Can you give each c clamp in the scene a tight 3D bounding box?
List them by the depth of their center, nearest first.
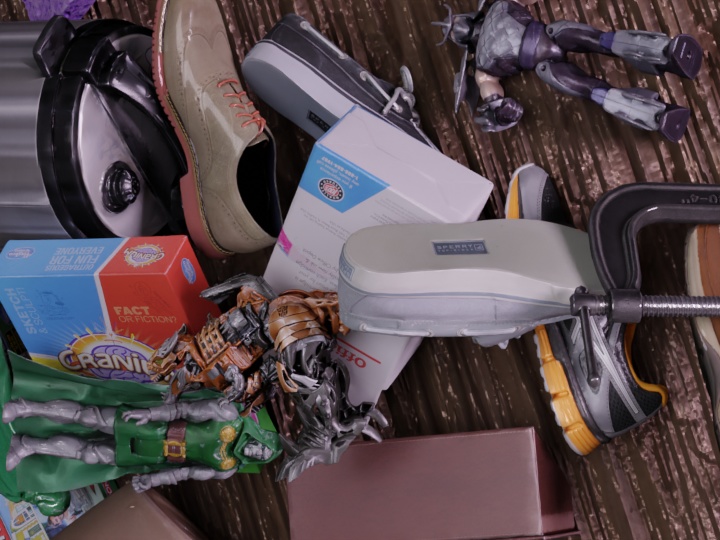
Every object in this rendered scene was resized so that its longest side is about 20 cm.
[{"bbox_3d":[0.225,0.007,1.388,0.198,0.027,0.172,-3,47,-7],"label":"c clamp"}]

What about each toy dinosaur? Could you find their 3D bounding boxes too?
[{"bbox_3d":[-0.043,0.062,1.470,0.199,0.102,0.137,-15,98,33],"label":"toy dinosaur"}]

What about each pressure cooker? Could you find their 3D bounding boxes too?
[{"bbox_3d":[-0.212,-0.096,1.594,0.198,0.175,0.180,2,93,29],"label":"pressure cooker"}]

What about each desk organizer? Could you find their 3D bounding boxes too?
[{"bbox_3d":[0.047,0.156,1.526,0.198,0.072,0.078,-7,84,26],"label":"desk organizer"}]

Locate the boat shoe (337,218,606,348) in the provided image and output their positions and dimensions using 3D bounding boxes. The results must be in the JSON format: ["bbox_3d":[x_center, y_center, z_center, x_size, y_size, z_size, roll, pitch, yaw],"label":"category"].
[{"bbox_3d":[0.080,0.013,1.420,0.199,0.070,0.072,2,130,-12],"label":"boat shoe"}]

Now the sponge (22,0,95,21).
[{"bbox_3d":[-0.214,-0.269,1.630,0.200,0.030,0.112,-39,70,48],"label":"sponge"}]

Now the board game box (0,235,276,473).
[{"bbox_3d":[-0.164,0.063,1.577,0.152,0.040,0.201,-1,132,26],"label":"board game box"}]

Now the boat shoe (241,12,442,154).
[{"bbox_3d":[0.011,-0.108,1.545,0.199,0.074,0.068,36,65,9],"label":"boat shoe"}]

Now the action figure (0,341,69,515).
[{"bbox_3d":[-0.274,0.100,1.639,0.118,0.054,0.201,-46,65,38],"label":"action figure"}]

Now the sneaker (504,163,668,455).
[{"bbox_3d":[0.150,0.020,1.481,0.077,0.078,0.202,-18,85,11],"label":"sneaker"}]

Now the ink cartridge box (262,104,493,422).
[{"bbox_3d":[0.000,0.000,1.515,0.115,0.068,0.201,31,129,9],"label":"ink cartridge box"}]

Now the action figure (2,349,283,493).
[{"bbox_3d":[-0.153,0.118,1.544,0.198,0.055,0.119,2,122,3],"label":"action figure"}]

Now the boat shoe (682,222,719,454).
[{"bbox_3d":[0.258,0.061,1.410,0.073,0.076,0.202,-13,63,8],"label":"boat shoe"}]

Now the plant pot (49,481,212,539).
[{"bbox_3d":[-0.180,0.256,1.589,0.200,0.200,0.175,41,87,20],"label":"plant pot"}]

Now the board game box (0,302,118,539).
[{"bbox_3d":[-0.276,0.140,1.706,0.134,0.029,0.201,-33,76,21],"label":"board game box"}]

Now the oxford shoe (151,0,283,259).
[{"bbox_3d":[-0.092,-0.111,1.523,0.074,0.070,0.202,-5,102,42],"label":"oxford shoe"}]

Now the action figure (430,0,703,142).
[{"bbox_3d":[0.134,-0.151,1.488,0.199,0.069,0.131,18,102,28],"label":"action figure"}]
